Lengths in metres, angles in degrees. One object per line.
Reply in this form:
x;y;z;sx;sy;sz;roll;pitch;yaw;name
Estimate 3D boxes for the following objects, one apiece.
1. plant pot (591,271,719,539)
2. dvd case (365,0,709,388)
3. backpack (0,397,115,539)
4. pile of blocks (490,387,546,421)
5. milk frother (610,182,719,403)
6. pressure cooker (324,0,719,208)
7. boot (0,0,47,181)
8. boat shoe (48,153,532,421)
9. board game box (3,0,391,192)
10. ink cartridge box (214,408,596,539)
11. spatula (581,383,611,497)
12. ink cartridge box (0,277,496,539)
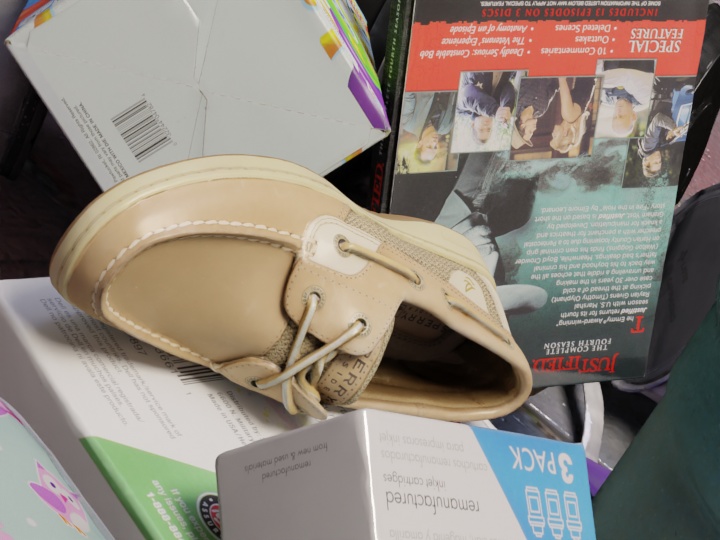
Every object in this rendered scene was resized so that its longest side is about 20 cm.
0.156;0.127;0.829;0.199;0.197;0.201;28;28;-17;plant pot
0.070;-0.045;0.912;0.145;0.202;0.022;-5;22;-27;dvd case
-0.128;0.128;0.554;0.201;0.153;0.175;53;26;21;backpack
0.000;0.000;0.963;0.199;0.082;0.062;22;32;-26;pile of blocks
0.249;0.044;1.050;0.187;0.200;0.181;31;32;-19;milk frother
0.060;-0.083;1.052;0.199;0.180;0.176;29;-1;14;pressure cooker
-0.200;-0.114;0.936;0.131;0.070;0.200;18;22;-26;boot
-0.014;0.012;0.754;0.199;0.071;0.065;9;38;-44;boat shoe
-0.060;-0.094;0.879;0.105;0.103;0.200;57;7;-16;board game box
0.024;0.152;0.677;0.115;0.067;0.202;12;66;-47;ink cartridge box
0.108;0.061;1.061;0.056;0.021;0.201;30;27;-27;spatula
-0.042;0.077;0.794;0.199;0.088;0.146;-6;50;-50;ink cartridge box
